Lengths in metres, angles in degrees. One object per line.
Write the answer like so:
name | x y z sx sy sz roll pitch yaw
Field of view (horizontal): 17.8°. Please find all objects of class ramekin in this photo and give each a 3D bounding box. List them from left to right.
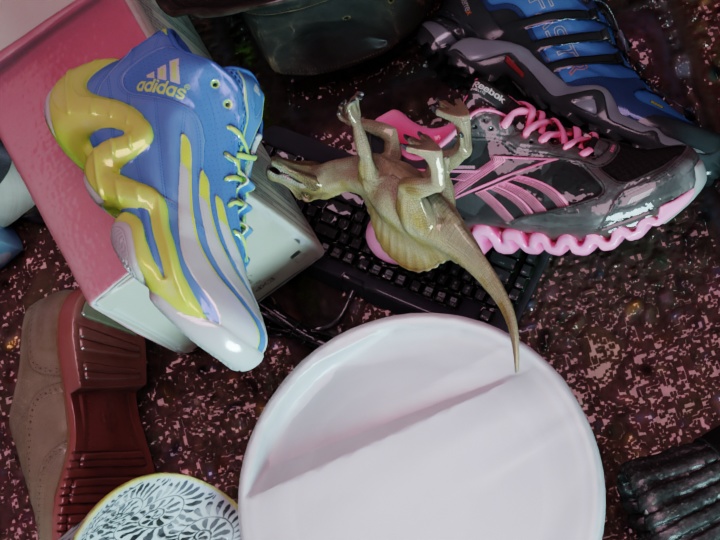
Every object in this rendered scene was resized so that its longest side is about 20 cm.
ramekin | 0.038 0.131 1.256 0.201 0.094 0.204 -3 74 10

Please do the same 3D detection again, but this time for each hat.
hat | -0.019 -0.164 1.347 0.199 0.081 0.201 -12 30 7

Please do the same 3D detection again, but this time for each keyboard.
keyboard | 0.000 0.000 1.341 0.199 0.021 0.128 22 79 17

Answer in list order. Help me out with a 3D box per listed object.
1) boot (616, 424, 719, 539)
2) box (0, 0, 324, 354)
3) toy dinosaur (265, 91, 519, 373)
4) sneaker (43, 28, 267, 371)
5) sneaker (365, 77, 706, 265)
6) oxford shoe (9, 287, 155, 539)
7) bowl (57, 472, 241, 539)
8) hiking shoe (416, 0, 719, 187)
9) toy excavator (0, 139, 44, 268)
boot | 0.207 0.079 1.246 0.157 0.079 0.213 -20 72 5
box | -0.128 -0.072 1.316 0.109 0.128 0.201 -35 65 9
toy dinosaur | 0.035 -0.037 1.238 0.058 0.102 0.200 -26 47 -37
sneaker | -0.083 -0.048 1.179 0.105 0.076 0.200 -39 65 6
sneaker | 0.089 -0.060 1.264 0.198 0.079 0.096 -5 107 21
oxford shoe | -0.165 0.110 1.328 0.074 0.070 0.202 -8 76 43
bowl | -0.128 0.214 1.237 0.094 0.200 0.202 -12 70 36
hiking shoe | 0.130 -0.120 1.321 0.199 0.074 0.087 29 82 17
toy excavator | -0.268 -0.012 1.367 0.200 0.100 0.195 -38 68 12
